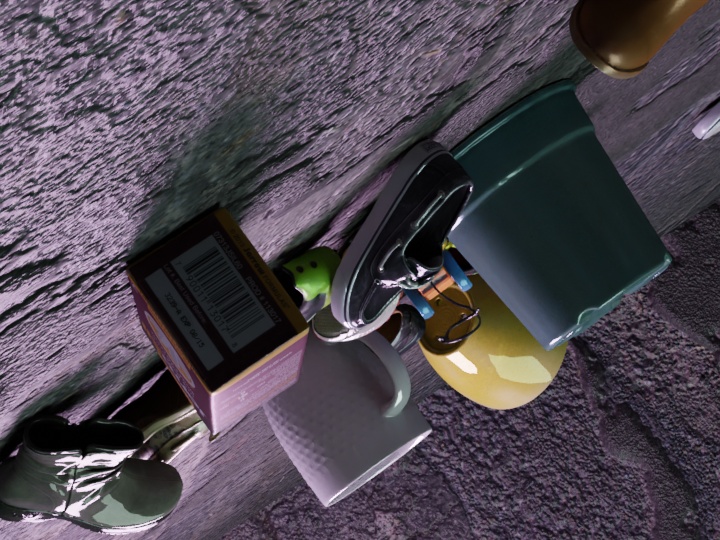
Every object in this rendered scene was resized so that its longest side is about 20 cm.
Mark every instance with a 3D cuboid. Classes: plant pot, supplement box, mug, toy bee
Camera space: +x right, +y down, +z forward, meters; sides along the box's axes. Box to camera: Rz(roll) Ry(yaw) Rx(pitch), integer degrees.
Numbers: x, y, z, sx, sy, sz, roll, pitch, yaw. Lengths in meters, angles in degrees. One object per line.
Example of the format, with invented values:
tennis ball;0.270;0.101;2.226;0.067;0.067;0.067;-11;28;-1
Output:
plant pot;0.180;-0.043;1.586;0.200;0.196;0.200;-35;172;-6
plant pot;0.154;0.075;2.212;0.200;0.200;0.142;-40;144;27
supplement box;-0.106;0.043;1.240;0.086;0.110;0.200;-33;171;-11
mug;-0.018;0.135;1.824;0.148;0.175;0.200;-28;167;-42
toy bee;0.069;-0.011;1.714;0.131;0.109;0.200;-41;-162;-18

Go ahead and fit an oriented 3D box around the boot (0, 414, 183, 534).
boot;-0.220;0.175;1.457;0.200;0.068;0.131;6;147;-37

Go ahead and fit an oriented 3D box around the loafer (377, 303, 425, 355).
loafer;-0.008;0.113;2.116;0.200;0.073;0.072;-46;161;4

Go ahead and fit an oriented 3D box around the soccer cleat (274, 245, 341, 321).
soccer cleat;-0.083;0.047;1.521;0.081;0.068;0.200;-14;152;-42

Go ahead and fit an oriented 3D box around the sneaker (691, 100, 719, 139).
sneaker;0.574;-0.239;2.423;0.200;0.071;0.073;-33;171;-16

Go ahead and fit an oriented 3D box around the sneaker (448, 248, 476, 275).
sneaker;0.160;-0.049;1.858;0.200;0.077;0.084;-43;173;31

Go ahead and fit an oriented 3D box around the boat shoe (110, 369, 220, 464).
boat shoe;-0.171;0.137;1.556;0.200;0.063;0.073;-34;-149;33

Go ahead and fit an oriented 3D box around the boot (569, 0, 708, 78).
boot;0.250;-0.235;1.267;0.200;0.074;0.155;-44;180;-45

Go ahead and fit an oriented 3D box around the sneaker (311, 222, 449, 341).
sneaker;0.000;0.000;1.570;0.082;0.078;0.200;-17;153;-42

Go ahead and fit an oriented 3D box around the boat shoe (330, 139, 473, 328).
boat shoe;0.039;-0.016;1.439;0.072;0.068;0.200;-11;138;-48
